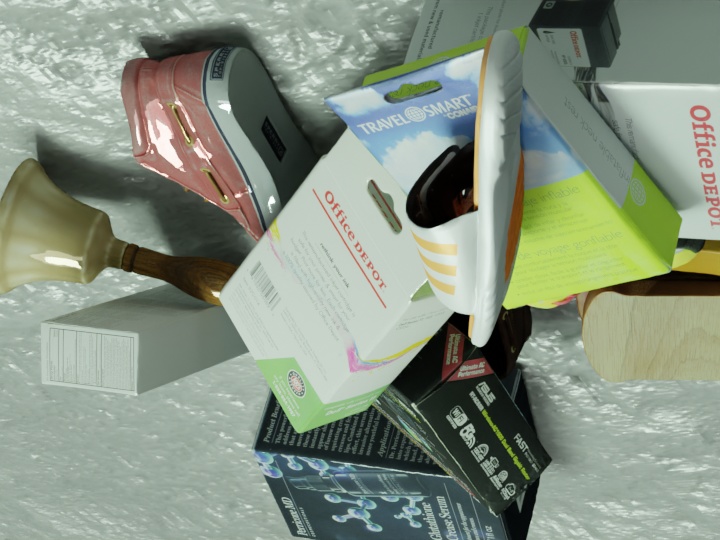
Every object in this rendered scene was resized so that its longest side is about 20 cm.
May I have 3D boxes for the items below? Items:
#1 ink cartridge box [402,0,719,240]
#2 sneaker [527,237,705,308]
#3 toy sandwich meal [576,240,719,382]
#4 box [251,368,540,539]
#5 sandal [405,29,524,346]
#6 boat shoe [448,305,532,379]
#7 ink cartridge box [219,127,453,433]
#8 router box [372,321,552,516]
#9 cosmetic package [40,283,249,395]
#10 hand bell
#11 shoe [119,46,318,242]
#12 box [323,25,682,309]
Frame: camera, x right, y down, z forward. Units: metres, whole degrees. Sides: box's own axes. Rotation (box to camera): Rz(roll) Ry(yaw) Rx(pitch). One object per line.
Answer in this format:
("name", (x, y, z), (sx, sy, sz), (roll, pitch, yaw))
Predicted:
("ink cartridge box", (0.141, -0.096, 1.252), (0.200, 0.084, 0.145), (4, 144, 21))
("sneaker", (0.137, -0.016, 1.356), (0.200, 0.078, 0.090), (2, 135, 33))
("toy sandwich meal", (0.245, 0.026, 1.405), (0.205, 0.070, 0.205), (12, 148, 8))
("box", (0.033, 0.149, 1.658), (0.200, 0.107, 0.149), (6, 147, 18))
("sandal", (0.056, -0.050, 1.138), (0.059, 0.079, 0.207), (9, 133, 12))
("boat shoe", (0.067, 0.001, 1.452), (0.070, 0.070, 0.200), (-7, 139, 33))
("ink cartridge box", (0.000, 0.000, 1.324), (0.067, 0.117, 0.200), (-14, 155, -41))
("router box", (0.034, 0.068, 1.477), (0.200, 0.062, 0.150), (40, 169, 44))
("cosmetic package", (-0.147, 0.048, 1.522), (0.082, 0.051, 0.200), (7, -168, 25))
("hand bell", (-0.161, -0.007, 1.506), (0.200, 0.104, 0.104), (16, 148, 7))
("shoe", (-0.090, -0.073, 1.415), (0.091, 0.072, 0.200), (1, 139, 27))
("box", (0.085, -0.063, 1.206), (0.122, 0.048, 0.200), (-14, 132, 37))
